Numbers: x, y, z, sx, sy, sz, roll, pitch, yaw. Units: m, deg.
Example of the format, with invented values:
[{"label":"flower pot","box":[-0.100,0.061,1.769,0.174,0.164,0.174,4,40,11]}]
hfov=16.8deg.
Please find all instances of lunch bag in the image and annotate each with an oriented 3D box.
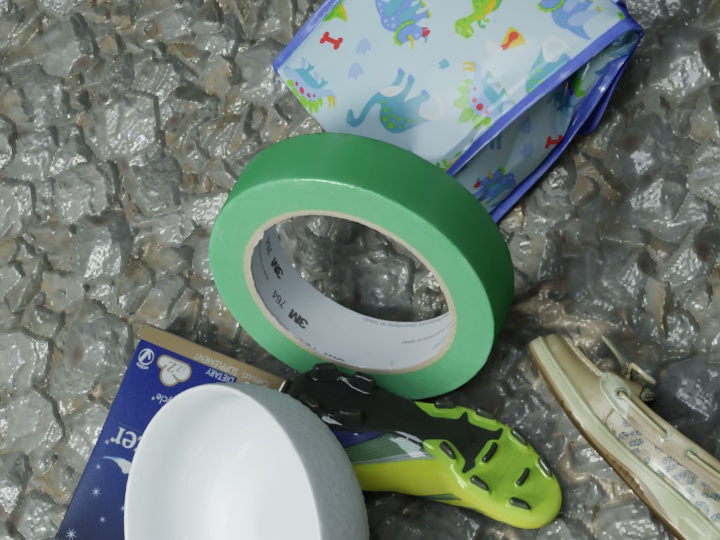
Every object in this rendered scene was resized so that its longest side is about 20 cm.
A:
[{"label":"lunch bag","box":[0.072,-0.145,1.649,0.200,0.127,0.170,-48,65,14]}]

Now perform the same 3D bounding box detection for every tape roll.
[{"label":"tape roll","box":[0.000,0.000,1.602,0.200,0.201,0.048,6,46,22]}]

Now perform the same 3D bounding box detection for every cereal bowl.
[{"label":"cereal bowl","box":[-0.063,0.172,1.594,0.200,0.083,0.201,2,92,45]}]

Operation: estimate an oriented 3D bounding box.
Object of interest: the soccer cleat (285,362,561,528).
[{"label":"soccer cleat","box":[0.040,0.126,1.631,0.200,0.084,0.065,22,51,9]}]

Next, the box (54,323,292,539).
[{"label":"box","box":[-0.135,0.150,1.703,0.121,0.032,0.201,20,85,24]}]

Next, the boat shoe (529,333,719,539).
[{"label":"boat shoe","box":[0.189,0.109,1.573,0.063,0.073,0.200,-42,76,0]}]
